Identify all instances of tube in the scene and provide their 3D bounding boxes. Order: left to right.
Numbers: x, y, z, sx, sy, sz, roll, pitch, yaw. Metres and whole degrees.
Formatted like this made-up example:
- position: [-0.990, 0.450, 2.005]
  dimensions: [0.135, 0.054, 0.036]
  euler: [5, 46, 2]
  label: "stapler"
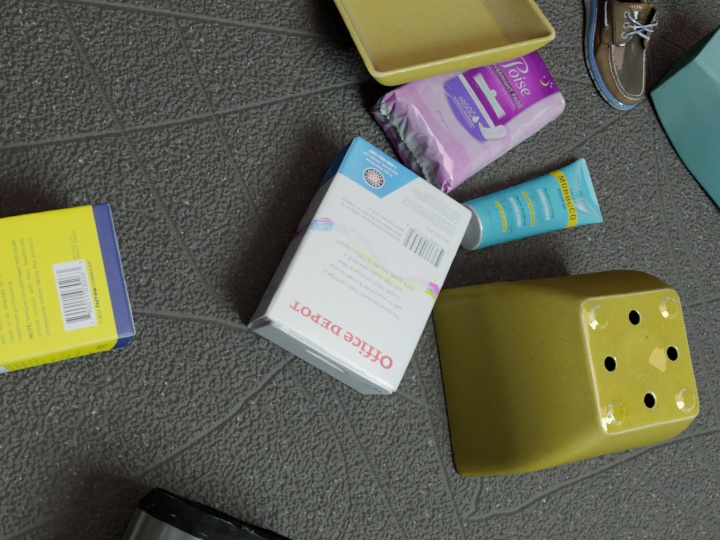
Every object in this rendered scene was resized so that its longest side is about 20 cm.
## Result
- position: [0.194, -0.070, 0.863]
  dimensions: [0.198, 0.050, 0.079]
  euler: [-17, 95, -30]
  label: "tube"

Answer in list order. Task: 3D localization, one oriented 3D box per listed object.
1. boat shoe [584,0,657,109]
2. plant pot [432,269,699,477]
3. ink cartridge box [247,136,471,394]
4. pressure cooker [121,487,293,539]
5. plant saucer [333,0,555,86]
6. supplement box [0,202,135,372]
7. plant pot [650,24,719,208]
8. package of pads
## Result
- position: [0.319, -0.301, 0.938]
  dimensions: [0.071, 0.072, 0.203]
  euler: [-6, 83, -23]
  label: "boat shoe"
- position: [0.211, 0.094, 0.752]
  dimensions: [0.193, 0.200, 0.197]
  euler: [-5, 82, -24]
  label: "plant pot"
- position: [0.000, 0.000, 0.744]
  dimensions: [0.143, 0.084, 0.202]
  euler: [31, 69, -14]
  label: "ink cartridge box"
- position: [-0.127, 0.292, 0.591]
  dimensions: [0.174, 0.179, 0.202]
  euler: [16, 70, 23]
  label: "pressure cooker"
- position: [0.070, -0.269, 0.797]
  dimensions: [0.197, 0.049, 0.202]
  euler: [-15, 58, -12]
  label: "plant saucer"
- position: [-0.291, 0.025, 0.604]
  dimensions: [0.197, 0.109, 0.111]
  euler: [-12, 85, -24]
  label: "supplement box"
- position: [0.474, -0.195, 0.950]
  dimensions: [0.200, 0.141, 0.141]
  euler: [45, 67, -2]
  label: "plant pot"
- position: [0.119, -0.174, 0.830]
  dimensions: [0.199, 0.076, 0.121]
  euler: [-34, 95, -24]
  label: "package of pads"
